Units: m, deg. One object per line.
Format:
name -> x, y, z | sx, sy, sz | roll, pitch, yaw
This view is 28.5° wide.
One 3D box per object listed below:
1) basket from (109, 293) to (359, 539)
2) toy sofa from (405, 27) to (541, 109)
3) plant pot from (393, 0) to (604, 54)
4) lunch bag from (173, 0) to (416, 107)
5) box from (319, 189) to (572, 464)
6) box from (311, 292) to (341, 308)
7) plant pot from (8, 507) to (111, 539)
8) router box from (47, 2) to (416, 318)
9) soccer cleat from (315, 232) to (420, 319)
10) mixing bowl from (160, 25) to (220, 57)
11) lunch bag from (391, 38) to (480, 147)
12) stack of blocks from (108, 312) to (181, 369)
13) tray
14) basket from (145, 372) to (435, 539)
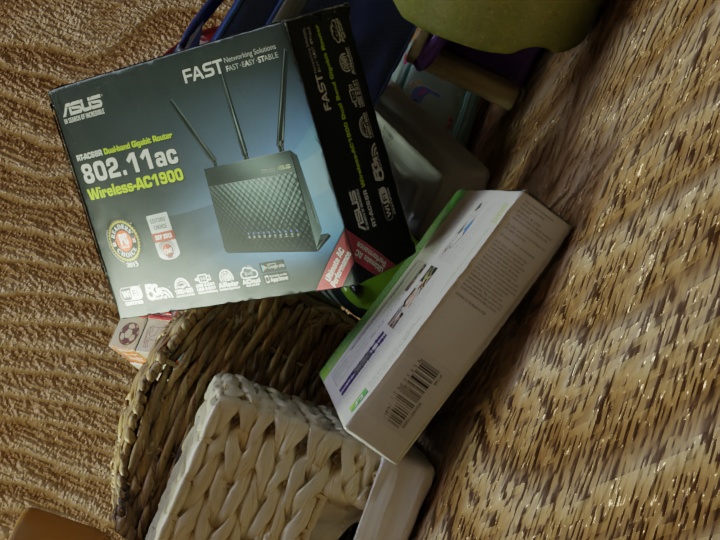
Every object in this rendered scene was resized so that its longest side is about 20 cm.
basket -> -0.090, 0.100, 0.983 | 0.149, 0.143, 0.200 | -154, 88, -82
toy sofa -> 0.108, -0.211, 0.937 | 0.098, 0.083, 0.200 | -72, 8, -66
plant pot -> 0.090, -0.229, 0.789 | 0.200, 0.200, 0.184 | -75, -1, -56
lunch bag -> -0.054, -0.135, 0.955 | 0.200, 0.132, 0.136 | -64, 7, -34
box -> 0.038, 0.021, 0.768 | 0.144, 0.036, 0.200 | -53, 7, 0
box -> -0.079, 0.013, 1.102 | 0.048, 0.200, 0.122 | -33, 56, 17
plant pot -> -0.145, 0.265, 0.847 | 0.200, 0.183, 0.200 | -161, 90, -84
router box -> -0.079, -0.059, 0.835 | 0.200, 0.150, 0.062 | -9, 12, 37
soccer cleat -> 0.000, 0.000, 0.990 | 0.200, 0.081, 0.068 | 27, 75, 47
mixing bowl -> -0.089, -0.097, 1.188 | 0.108, 0.200, 0.200 | 29, 98, 44
lunch bag -> 0.031, -0.081, 1.174 | 0.200, 0.077, 0.161 | 123, 165, -64
stack of blocks -> -0.113, 0.057, 1.207 | 0.200, 0.059, 0.115 | 43, -120, -50
tray -> 0.016, -0.074, 1.038 | 0.200, 0.022, 0.107 | 49, 120, 46
basket -> -0.050, 0.137, 0.816 | 0.200, 0.123, 0.136 | -179, 112, -83
